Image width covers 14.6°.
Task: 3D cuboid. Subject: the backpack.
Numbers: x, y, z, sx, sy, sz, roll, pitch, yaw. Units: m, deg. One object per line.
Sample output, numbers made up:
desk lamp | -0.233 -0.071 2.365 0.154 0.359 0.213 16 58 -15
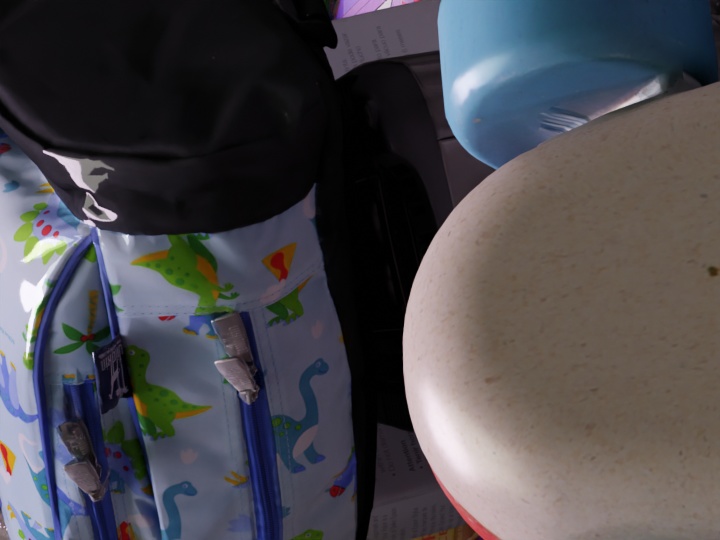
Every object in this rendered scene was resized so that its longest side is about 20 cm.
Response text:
backpack | -0.057 0.010 0.824 0.163 0.153 0.201 55 171 49

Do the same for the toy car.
toy car | 0.112 0.040 0.641 0.200 0.176 0.185 62 -160 -61

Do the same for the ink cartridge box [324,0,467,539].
ink cartridge box | 0.000 0.000 0.975 0.041 0.199 0.200 94 161 -56

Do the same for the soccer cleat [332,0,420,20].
soccer cleat | 0.025 -0.096 1.101 0.077 0.066 0.201 -120 24 -47

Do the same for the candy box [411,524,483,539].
candy box | 0.081 0.165 0.962 0.057 0.116 0.201 103 153 -63

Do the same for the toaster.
toaster | 0.055 -0.015 0.868 0.200 0.128 0.114 164 95 -78

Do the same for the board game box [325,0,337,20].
board game box | -0.015 -0.039 1.235 0.200 0.029 0.135 74 -164 -59
